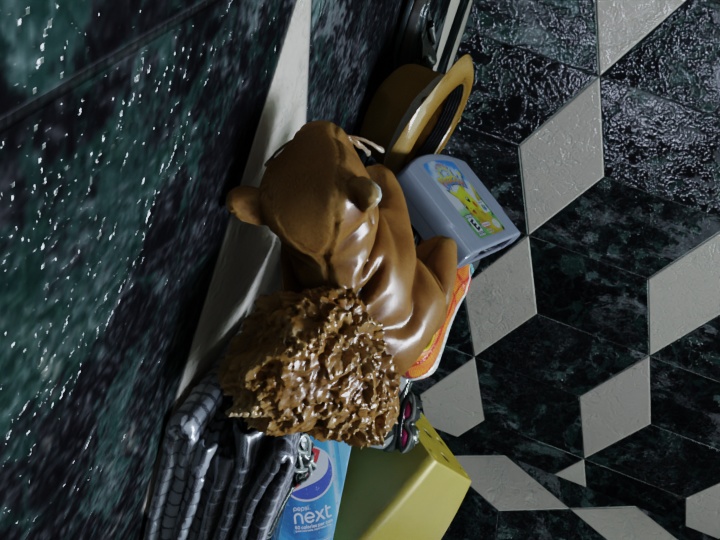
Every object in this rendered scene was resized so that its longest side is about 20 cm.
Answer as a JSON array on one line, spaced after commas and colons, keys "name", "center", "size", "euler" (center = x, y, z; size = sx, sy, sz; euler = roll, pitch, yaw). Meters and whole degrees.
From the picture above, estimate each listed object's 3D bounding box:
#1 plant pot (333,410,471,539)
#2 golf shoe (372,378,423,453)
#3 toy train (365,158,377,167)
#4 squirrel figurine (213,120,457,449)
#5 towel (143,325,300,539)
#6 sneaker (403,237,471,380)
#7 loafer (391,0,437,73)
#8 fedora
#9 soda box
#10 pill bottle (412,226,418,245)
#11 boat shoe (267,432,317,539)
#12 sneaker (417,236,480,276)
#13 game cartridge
[{"name": "plant pot", "center": [0.028, 0.277, 0.996], "size": [0.176, 0.200, 0.200], "euler": [-44, 140, 4]}, {"name": "golf shoe", "center": [0.038, 0.117, 0.905], "size": [0.077, 0.087, 0.203], "euler": [99, 0, -73]}, {"name": "toy train", "center": [0.009, -0.088, 1.058], "size": [0.034, 0.045, 0.203], "euler": [61, 49, -84]}, {"name": "squirrel figurine", "center": [-0.016, 0.011, 0.481], "size": [0.187, 0.139, 0.203], "euler": [74, 23, -59]}, {"name": "towel", "center": [-0.093, 0.158, 0.574], "size": [0.166, 0.084, 0.203], "euler": [-63, 171, -66]}, {"name": "sneaker", "center": [0.079, 0.021, 0.821], "size": [0.078, 0.072, 0.202], "euler": [66, 33, -53]}, {"name": "loafer", "center": [0.073, -0.268, 0.949], "size": [0.201, 0.062, 0.072], "euler": [104, 7, -53]}, {"name": "fedora", "center": [0.059, -0.184, 0.895], "size": [0.201, 0.081, 0.201], "euler": [-52, 166, -19]}, {"name": "soda box", "center": [-0.052, 0.228, 0.856], "size": [0.068, 0.063, 0.204], "euler": [165, -64, -79]}, {"name": "pill bottle", "center": [0.000, 0.000, 0.889], "size": [0.201, 0.110, 0.113], "euler": [103, 8, -54]}, {"name": "boat shoe", "center": [-0.075, 0.181, 0.741], "size": [0.074, 0.067, 0.201], "euler": [67, 26, -45]}, {"name": "sneaker", "center": [0.064, -0.039, 0.949], "size": [0.079, 0.199, 0.076], "euler": [-42, 151, -30]}, {"name": "game cartridge", "center": [0.109, -0.074, 0.851], "size": [0.041, 0.134, 0.199], "euler": [-46, 167, 27]}]
